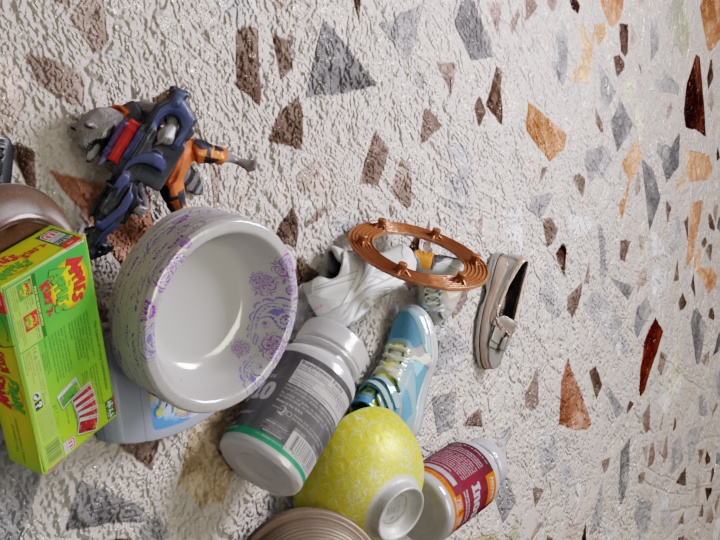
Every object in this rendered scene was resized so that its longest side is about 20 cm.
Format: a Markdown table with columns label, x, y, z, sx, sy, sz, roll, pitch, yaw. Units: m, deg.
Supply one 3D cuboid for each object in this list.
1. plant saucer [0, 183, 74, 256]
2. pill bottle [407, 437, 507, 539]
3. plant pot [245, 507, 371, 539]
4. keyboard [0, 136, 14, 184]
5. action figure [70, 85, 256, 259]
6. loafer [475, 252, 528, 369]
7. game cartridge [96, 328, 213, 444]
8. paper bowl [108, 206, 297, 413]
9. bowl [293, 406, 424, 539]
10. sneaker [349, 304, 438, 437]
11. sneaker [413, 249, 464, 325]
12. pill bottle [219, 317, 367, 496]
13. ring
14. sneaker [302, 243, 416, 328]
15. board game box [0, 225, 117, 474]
| label | x | y | z | sx | sy | sz | roll | pitch | yaw |
| --- | --- | --- | --- | --- | --- | --- | --- | --- | --- |
| plant saucer | -0.321 | 0.023 | 0.899 | 0.200 | 0.032 | 0.202 | -39 | 136 | -50 |
| pill bottle | 0.142 | 0.330 | 1.513 | 0.199 | 0.112 | 0.114 | -19 | 108 | -51 |
| plant pot | -0.057 | 0.390 | 1.180 | 0.199 | 0.093 | 0.203 | 2 | 81 | -12 |
| keyboard | -0.355 | -0.027 | 0.880 | 0.104 | 0.039 | 0.202 | 7 | 87 | -54 |
| action figure | -0.226 | -0.096 | 1.032 | 0.200 | 0.105 | 0.193 | -50 | 131 | 2 |
| loafer | 0.240 | 0.069 | 1.660 | 0.072 | 0.062 | 0.202 | 17 | 79 | -53 |
| game cartridge | -0.210 | 0.111 | 1.090 | 0.199 | 0.040 | 0.135 | -20 | 113 | -50 |
| paper bowl | -0.168 | 0.035 | 1.008 | 0.200 | 0.104 | 0.203 | -22 | 120 | -43 |
| bowl | 0.020 | 0.294 | 1.301 | 0.199 | 0.107 | 0.202 | -20 | 123 | -33 |
| sneaker | 0.043 | 0.145 | 1.394 | 0.130 | 0.079 | 0.202 | 11 | 83 | -54 |
| sneaker | 0.114 | 0.032 | 1.443 | 0.200 | 0.075 | 0.093 | 43 | 60 | -69 |
| pill bottle | -0.076 | 0.163 | 1.207 | 0.201 | 0.112 | 0.114 | -57 | 134 | -33 |
| ring | 0.080 | -0.027 | 1.334 | 0.200 | 0.199 | 0.019 | -17 | 129 | -51 |
| sneaker | 0.000 | 0.000 | 1.318 | 0.200 | 0.078 | 0.100 | -38 | 97 | -45 |
| board game box | -0.287 | 0.073 | 0.901 | 0.102 | 0.047 | 0.202 | -42 | 139 | -49 |
